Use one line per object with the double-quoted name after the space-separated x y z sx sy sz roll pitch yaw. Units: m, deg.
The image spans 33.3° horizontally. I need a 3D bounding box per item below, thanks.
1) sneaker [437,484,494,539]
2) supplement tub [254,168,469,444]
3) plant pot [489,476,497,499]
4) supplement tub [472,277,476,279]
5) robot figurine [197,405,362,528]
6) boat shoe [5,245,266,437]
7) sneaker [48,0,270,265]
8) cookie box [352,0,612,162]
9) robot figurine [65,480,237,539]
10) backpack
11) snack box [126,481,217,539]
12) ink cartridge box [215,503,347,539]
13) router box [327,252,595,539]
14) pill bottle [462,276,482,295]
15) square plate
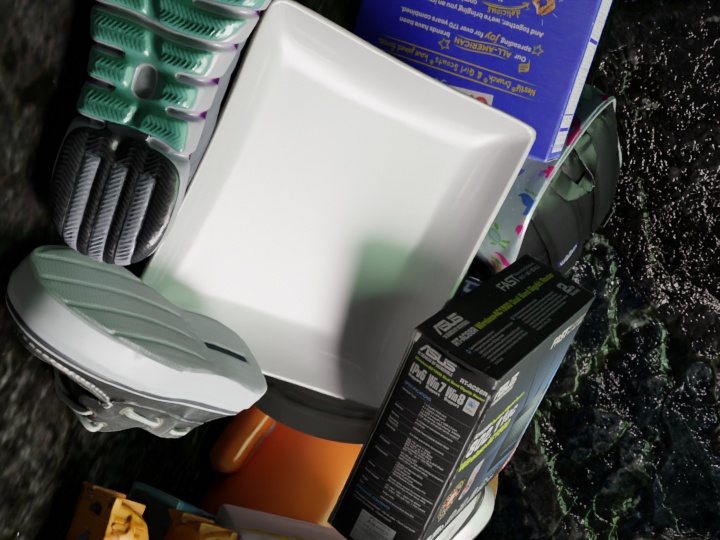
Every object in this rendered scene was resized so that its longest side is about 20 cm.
0.019 0.214 0.962 0.201 0.075 0.116 -48 136 -19 "sneaker"
0.000 0.000 0.823 0.145 0.143 0.203 -34 141 -69 "supplement tub"
-0.002 0.195 1.092 0.199 0.185 0.189 -12 123 -55 "plant pot"
0.071 0.009 1.179 0.200 0.121 0.124 -34 142 -69 "supplement tub"
-0.050 0.161 0.917 0.201 0.143 0.117 -61 -171 -32 "robot figurine"
-0.114 0.051 0.589 0.071 0.072 0.200 -39 151 7 "boat shoe"
-0.084 -0.105 0.537 0.088 0.074 0.202 -89 -157 -79 "sneaker"
0.092 -0.200 0.862 0.075 0.169 0.203 -17 127 -70 "cookie box"
-0.146 0.228 0.671 0.144 0.058 0.202 30 78 -44 "robot figurine"
0.135 -0.079 1.004 0.178 0.150 0.200 -55 166 -8 "backpack"
-0.155 0.243 0.773 0.116 0.037 0.202 66 45 -71 "snack box"
-0.033 0.237 0.737 0.200 0.124 0.130 -174 -81 -77 "ink cartridge box"
0.072 0.086 0.792 0.200 0.062 0.151 -28 145 -59 "router box"
0.052 0.055 0.996 0.120 0.198 0.121 20 90 -77 "pill bottle"
-0.016 -0.030 0.694 0.198 0.028 0.200 20 103 -34 "square plate"
